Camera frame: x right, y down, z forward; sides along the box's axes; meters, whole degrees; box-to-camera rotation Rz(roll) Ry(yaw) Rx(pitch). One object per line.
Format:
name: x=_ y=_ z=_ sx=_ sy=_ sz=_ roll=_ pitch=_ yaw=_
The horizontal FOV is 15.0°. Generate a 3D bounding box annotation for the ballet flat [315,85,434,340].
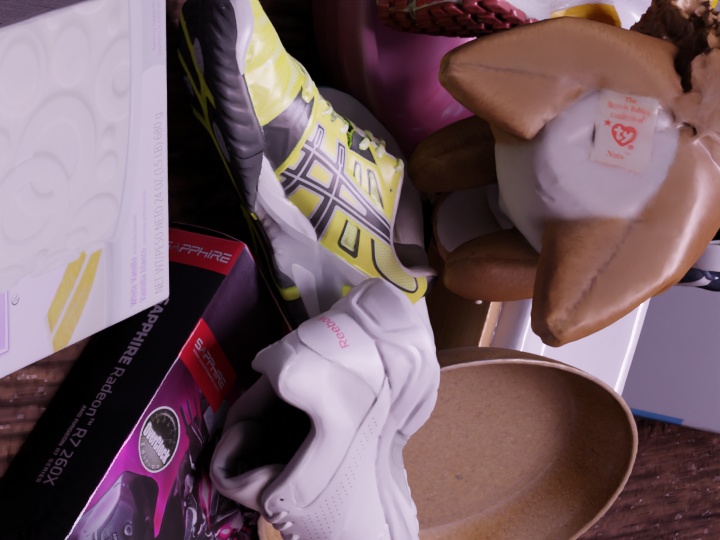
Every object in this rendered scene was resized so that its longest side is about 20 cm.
ballet flat: x=0.000 y=0.000 z=1.352 sx=0.069 sy=0.069 sz=0.200 roll=-54 pitch=145 yaw=-35

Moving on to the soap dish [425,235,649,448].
soap dish: x=0.094 y=0.012 z=1.509 sx=0.157 sy=0.081 sz=0.200 roll=29 pitch=75 yaw=-59

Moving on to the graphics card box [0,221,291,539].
graphics card box: x=-0.095 y=0.094 z=1.252 sx=0.200 sy=0.051 sz=0.126 roll=-58 pitch=145 yaw=-28

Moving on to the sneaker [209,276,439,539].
sneaker: x=-0.027 y=0.094 z=1.264 sx=0.099 sy=0.078 sz=0.200 roll=-18 pitch=132 yaw=-26

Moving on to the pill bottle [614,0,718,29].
pill bottle: x=0.158 y=-0.184 z=1.523 sx=0.200 sy=0.104 sz=0.104 roll=-63 pitch=147 yaw=-24

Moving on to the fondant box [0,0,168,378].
fondant box: x=-0.157 y=-0.032 z=1.096 sx=0.200 sy=0.058 sz=0.145 roll=-26 pitch=123 yaw=-52

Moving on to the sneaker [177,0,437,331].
sneaker: x=-0.026 y=-0.054 z=1.256 sx=0.076 sy=0.075 sz=0.200 roll=-25 pitch=125 yaw=-6

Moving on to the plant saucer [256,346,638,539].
plant saucer: x=0.041 y=0.098 z=1.397 sx=0.200 sy=0.200 sz=0.035 roll=59 pitch=10 yaw=-50

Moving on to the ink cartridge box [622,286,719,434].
ink cartridge box: x=0.249 y=0.029 z=1.711 sx=0.200 sy=0.147 sz=0.146 roll=7 pitch=93 yaw=-60

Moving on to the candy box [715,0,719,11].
candy box: x=0.247 y=-0.101 z=1.607 sx=0.136 sy=0.200 sz=0.061 roll=-39 pitch=133 yaw=-49

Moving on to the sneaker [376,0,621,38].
sneaker: x=0.065 y=-0.153 z=1.324 sx=0.200 sy=0.078 sz=0.082 roll=-9 pitch=99 yaw=-65

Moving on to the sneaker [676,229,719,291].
sneaker: x=0.196 y=-0.036 z=1.453 sx=0.199 sy=0.129 sz=0.080 roll=-19 pitch=117 yaw=-56

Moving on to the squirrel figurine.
squirrel figurine: x=0.120 y=-0.049 z=1.308 sx=0.200 sy=0.142 sz=0.187 roll=-27 pitch=173 yaw=-12

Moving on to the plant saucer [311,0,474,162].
plant saucer: x=0.036 y=-0.151 z=1.383 sx=0.200 sy=0.051 sz=0.201 roll=-30 pitch=126 yaw=-52
